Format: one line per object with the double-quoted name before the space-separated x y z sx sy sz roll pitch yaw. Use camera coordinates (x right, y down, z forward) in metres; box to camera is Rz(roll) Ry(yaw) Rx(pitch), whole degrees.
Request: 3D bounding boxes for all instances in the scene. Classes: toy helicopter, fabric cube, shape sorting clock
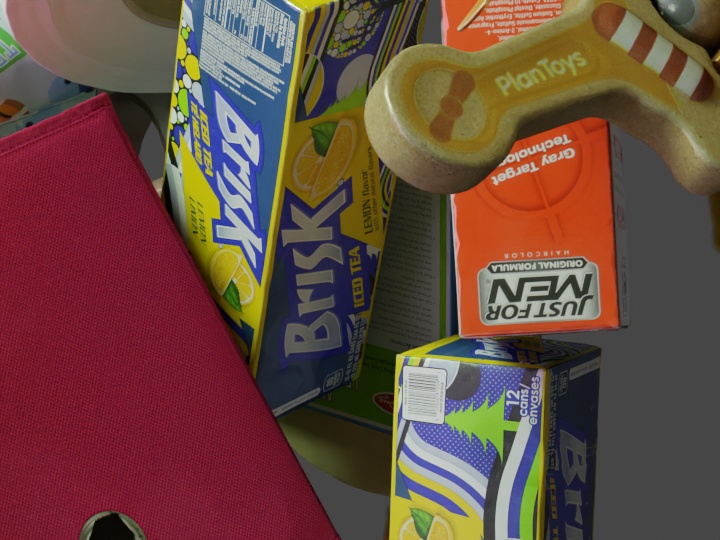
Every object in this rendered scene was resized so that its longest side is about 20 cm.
"toy helicopter" 0.075 -0.079 0.819 0.132 0.200 0.079 59 141 11
"fabric cube" -0.165 0.080 0.964 0.200 0.196 0.200 -27 90 51
"shape sorting clock" 0.000 0.000 1.060 0.200 0.039 0.201 14 111 41

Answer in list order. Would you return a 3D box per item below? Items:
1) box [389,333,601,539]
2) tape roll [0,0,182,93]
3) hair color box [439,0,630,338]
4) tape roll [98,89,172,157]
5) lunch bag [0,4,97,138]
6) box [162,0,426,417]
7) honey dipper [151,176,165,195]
"box" 0.050 0.128 0.973 0.064 0.070 0.201 5 98 23
"tape roll" -0.058 -0.156 1.019 0.202 0.202 0.071 -48 53 47
"hair color box" 0.064 -0.076 0.924 0.102 0.061 0.201 10 -104 -82
"tape roll" -0.103 -0.036 1.248 0.203 0.037 0.203 8 99 56
"lunch bag" -0.184 -0.117 1.169 0.160 0.075 0.200 59 161 18
"box" -0.031 -0.038 0.973 0.064 0.070 0.200 37 134 31
"honey dipper" -0.081 -0.038 1.147 0.200 0.038 0.038 -20 74 33
